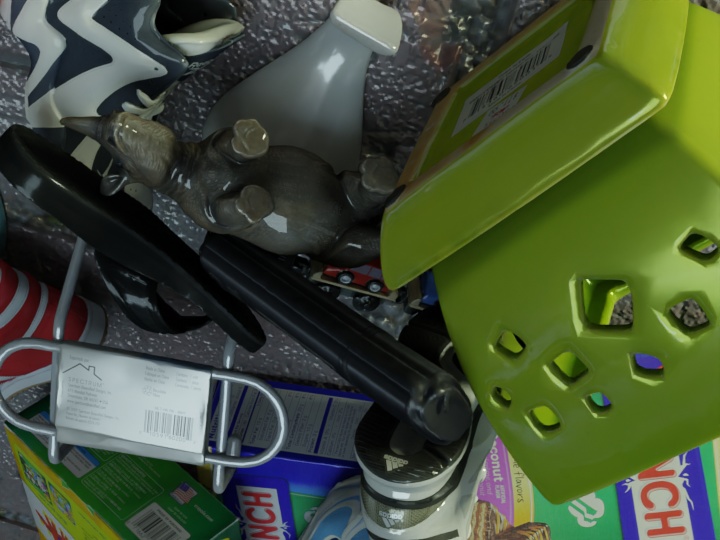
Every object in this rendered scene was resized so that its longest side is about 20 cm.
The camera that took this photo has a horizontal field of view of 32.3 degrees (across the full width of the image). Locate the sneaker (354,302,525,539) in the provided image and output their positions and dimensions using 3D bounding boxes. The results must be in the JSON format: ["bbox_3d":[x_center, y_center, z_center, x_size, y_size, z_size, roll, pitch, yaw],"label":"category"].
[{"bbox_3d":[0.047,0.100,0.718,0.075,0.201,0.117,15,123,20],"label":"sneaker"}]

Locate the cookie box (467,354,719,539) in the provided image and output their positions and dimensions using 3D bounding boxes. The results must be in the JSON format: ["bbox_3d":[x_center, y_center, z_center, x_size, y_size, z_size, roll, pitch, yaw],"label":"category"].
[{"bbox_3d":[0.130,0.130,0.767,0.197,0.173,0.075,-3,151,10],"label":"cookie box"}]

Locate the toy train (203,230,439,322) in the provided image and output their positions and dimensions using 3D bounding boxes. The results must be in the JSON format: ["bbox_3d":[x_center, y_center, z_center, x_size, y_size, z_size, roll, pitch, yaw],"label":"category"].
[{"bbox_3d":[0.000,0.000,0.775,0.198,0.034,0.046,17,132,-17],"label":"toy train"}]

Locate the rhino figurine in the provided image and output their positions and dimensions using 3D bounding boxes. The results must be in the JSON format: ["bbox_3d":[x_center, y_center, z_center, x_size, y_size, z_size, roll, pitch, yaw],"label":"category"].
[{"bbox_3d":[-0.066,-0.047,0.673,0.198,0.061,0.087,16,171,-17],"label":"rhino figurine"}]

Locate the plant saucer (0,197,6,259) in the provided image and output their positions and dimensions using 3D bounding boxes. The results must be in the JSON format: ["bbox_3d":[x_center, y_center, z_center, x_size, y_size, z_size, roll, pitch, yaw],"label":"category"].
[{"bbox_3d":[-0.341,-0.046,0.851,0.197,0.028,0.202,7,130,8],"label":"plant saucer"}]

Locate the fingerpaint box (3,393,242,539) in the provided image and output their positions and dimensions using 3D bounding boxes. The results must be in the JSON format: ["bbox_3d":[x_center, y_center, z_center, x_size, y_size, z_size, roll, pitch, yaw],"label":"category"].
[{"bbox_3d":[-0.164,0.201,0.912,0.199,0.073,0.168,32,140,37],"label":"fingerpaint box"}]

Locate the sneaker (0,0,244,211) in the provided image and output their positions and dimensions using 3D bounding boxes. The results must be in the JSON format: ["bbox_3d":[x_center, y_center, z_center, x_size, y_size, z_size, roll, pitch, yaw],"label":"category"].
[{"bbox_3d":[-0.121,-0.104,0.712,0.128,0.080,0.201,4,119,22],"label":"sneaker"}]

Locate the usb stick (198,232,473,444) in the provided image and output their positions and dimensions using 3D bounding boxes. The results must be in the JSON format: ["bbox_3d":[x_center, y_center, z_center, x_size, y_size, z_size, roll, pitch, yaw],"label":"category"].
[{"bbox_3d":[-0.018,0.032,0.666,0.199,0.033,0.055,32,173,42],"label":"usb stick"}]

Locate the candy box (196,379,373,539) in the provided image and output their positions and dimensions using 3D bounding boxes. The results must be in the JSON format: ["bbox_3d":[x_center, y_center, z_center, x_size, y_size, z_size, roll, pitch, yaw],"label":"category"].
[{"bbox_3d":[-0.014,0.172,0.911,0.197,0.077,0.171,7,130,10],"label":"candy box"}]

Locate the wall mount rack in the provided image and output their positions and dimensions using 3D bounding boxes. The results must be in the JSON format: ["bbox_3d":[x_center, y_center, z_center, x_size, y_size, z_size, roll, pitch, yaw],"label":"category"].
[{"bbox_3d":[-0.134,0.048,0.803,0.197,0.075,0.176,9,106,5],"label":"wall mount rack"}]

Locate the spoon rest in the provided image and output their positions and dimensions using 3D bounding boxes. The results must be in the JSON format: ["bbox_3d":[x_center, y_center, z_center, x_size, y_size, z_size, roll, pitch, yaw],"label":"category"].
[{"bbox_3d":[-0.029,-0.094,0.724,0.099,0.061,0.200,30,142,-10],"label":"spoon rest"}]

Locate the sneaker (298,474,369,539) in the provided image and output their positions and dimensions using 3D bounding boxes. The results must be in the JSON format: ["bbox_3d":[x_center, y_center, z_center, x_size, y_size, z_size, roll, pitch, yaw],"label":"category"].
[{"bbox_3d":[-0.022,0.221,0.856,0.071,0.073,0.201,19,131,-3],"label":"sneaker"}]

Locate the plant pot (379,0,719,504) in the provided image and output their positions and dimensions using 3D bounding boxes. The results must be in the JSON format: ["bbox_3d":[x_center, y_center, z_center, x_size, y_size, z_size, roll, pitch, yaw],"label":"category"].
[{"bbox_3d":[0.132,-0.035,0.638,0.182,0.200,0.199,45,126,-14],"label":"plant pot"}]

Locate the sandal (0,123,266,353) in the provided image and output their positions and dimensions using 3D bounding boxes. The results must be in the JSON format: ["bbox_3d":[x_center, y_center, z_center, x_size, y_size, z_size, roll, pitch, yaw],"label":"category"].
[{"bbox_3d":[-0.135,-0.008,0.715,0.048,0.075,0.200,-45,122,9],"label":"sandal"}]

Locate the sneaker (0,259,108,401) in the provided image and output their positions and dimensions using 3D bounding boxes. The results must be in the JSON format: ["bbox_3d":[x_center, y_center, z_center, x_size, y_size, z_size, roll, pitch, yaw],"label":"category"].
[{"bbox_3d":[-0.285,0.054,0.867,0.199,0.072,0.112,-28,141,23],"label":"sneaker"}]
